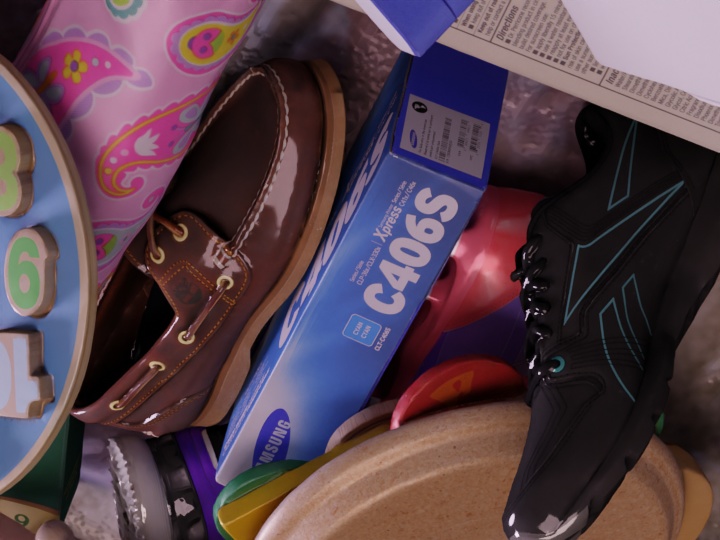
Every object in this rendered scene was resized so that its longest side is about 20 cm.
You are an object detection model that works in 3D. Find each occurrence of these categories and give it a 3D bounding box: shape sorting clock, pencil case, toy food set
[{"bbox_3d":[-0.185,-0.001,1.138,0.199,0.039,0.201,7,103,31],"label":"shape sorting clock"},{"bbox_3d":[-0.103,-0.069,1.143,0.087,0.088,0.200,27,116,-11],"label":"pencil case"},{"bbox_3d":[0.044,0.109,1.224,0.199,0.049,0.198,-27,140,12],"label":"toy food set"}]

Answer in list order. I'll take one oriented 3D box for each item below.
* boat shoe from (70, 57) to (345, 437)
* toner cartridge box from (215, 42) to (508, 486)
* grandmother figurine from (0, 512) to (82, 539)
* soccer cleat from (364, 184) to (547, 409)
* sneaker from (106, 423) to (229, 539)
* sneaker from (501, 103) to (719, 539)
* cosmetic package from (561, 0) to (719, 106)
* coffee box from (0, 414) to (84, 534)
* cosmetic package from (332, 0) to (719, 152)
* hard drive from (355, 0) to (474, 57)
[{"bbox_3d":[-0.067,-0.005,1.208,0.070,0.071,0.201,3,131,-27],"label":"boat shoe"},{"bbox_3d":[0.000,0.000,1.198,0.043,0.095,0.200,23,130,-7],"label":"toner cartridge box"},{"bbox_3d":[-0.107,0.160,1.262,0.199,0.061,0.121,21,157,43],"label":"grandmother figurine"},{"bbox_3d":[0.042,0.046,1.251,0.076,0.067,0.201,17,128,-9],"label":"soccer cleat"},{"bbox_3d":[-0.056,0.137,1.343,0.099,0.070,0.201,-16,145,-11],"label":"sneaker"},{"bbox_3d":[0.089,0.021,1.142,0.079,0.201,0.075,28,151,-2],"label":"sneaker"},{"bbox_3d":[0.128,-0.177,0.923,0.165,0.165,0.200,-39,115,-12],"label":"cosmetic package"},{"bbox_3d":[-0.179,0.028,1.292,0.122,0.044,0.201,12,131,0],"label":"coffee box"},{"bbox_3d":[0.083,-0.127,1.088,0.199,0.073,0.104,22,130,-7],"label":"cosmetic package"},{"bbox_3d":[0.045,-0.190,0.992,0.200,0.025,0.132,-47,116,-7],"label":"hard drive"}]
